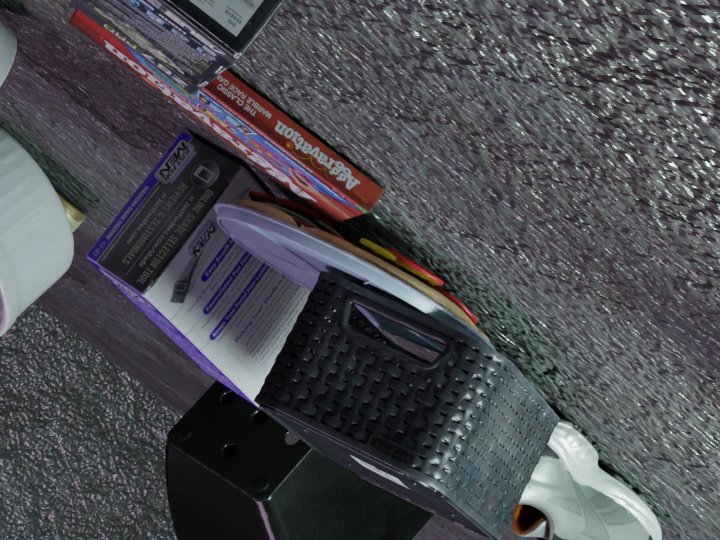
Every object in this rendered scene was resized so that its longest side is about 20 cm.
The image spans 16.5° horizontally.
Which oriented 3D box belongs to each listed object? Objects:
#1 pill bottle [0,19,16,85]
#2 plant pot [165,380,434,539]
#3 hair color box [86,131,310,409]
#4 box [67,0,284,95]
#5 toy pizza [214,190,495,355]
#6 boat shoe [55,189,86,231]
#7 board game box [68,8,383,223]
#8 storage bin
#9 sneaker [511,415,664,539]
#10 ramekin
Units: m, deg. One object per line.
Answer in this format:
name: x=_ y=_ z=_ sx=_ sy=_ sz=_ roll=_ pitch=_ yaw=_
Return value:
pill bottle: x=-0.324 y=-0.179 z=1.607 sx=0.200 sy=0.114 sz=0.114 roll=42 pitch=169 yaw=-33
plant pot: x=-0.069 y=0.185 z=2.317 sx=0.199 sy=0.200 sz=0.178 roll=29 pitch=158 yaw=36
hair color box: x=-0.093 y=0.003 z=1.703 sx=0.065 sy=0.109 sz=0.200 roll=32 pitch=170 yaw=31
box: x=-0.136 y=-0.167 z=1.196 sx=0.200 sy=0.049 sz=0.161 roll=37 pitch=169 yaw=-7
toy pizza: x=0.000 y=0.000 z=1.563 sx=0.200 sy=0.032 sz=0.200 roll=27 pitch=172 yaw=4
boat shoe: x=-0.322 y=-0.049 z=2.412 sx=0.073 sy=0.063 sz=0.200 roll=38 pitch=171 yaw=-13
board game box: x=-0.080 y=-0.096 z=1.441 sx=0.200 sy=0.019 sz=0.103 roll=37 pitch=172 yaw=-8
storage bin: x=0.033 y=0.089 z=1.568 sx=0.135 sy=0.094 sz=0.200 roll=25 pitch=173 yaw=21
sneaker: x=0.146 y=0.165 z=1.748 sx=0.074 sy=0.079 sz=0.200 roll=25 pitch=167 yaw=43
ramekin: x=-0.349 y=-0.047 z=2.241 sx=0.200 sy=0.098 sz=0.201 roll=35 pitch=148 yaw=26
